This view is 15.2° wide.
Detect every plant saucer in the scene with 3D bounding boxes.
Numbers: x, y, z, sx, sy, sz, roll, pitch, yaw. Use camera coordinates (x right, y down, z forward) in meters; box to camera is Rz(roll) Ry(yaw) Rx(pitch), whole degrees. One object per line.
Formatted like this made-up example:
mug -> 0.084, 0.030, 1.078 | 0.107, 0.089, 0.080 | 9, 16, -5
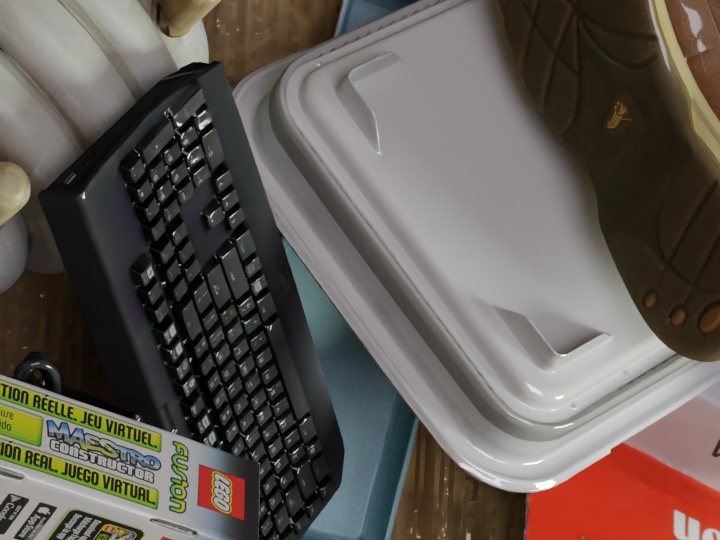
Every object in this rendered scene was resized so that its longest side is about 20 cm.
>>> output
plant saucer -> 0.000, 0.000, 0.955 | 0.070, 0.019, 0.201 | 16, 85, -21

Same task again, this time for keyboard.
keyboard -> -0.059, 0.040, 0.847 | 0.127, 0.021, 0.200 | -46, 140, -27

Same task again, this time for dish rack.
dish rack -> 0.071, -0.034, 0.910 | 0.200, 0.044, 0.172 | -27, 74, -37

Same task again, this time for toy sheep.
toy sheep -> -0.109, -0.065, 0.851 | 0.200, 0.138, 0.138 | -44, 106, -23

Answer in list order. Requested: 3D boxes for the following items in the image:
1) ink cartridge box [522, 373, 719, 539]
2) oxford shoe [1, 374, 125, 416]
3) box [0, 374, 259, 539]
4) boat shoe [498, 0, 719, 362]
ink cartridge box -> 0.148, 0.072, 0.951 | 0.200, 0.044, 0.174 | 27, 41, -20
oxford shoe -> -0.131, 0.062, 0.872 | 0.199, 0.084, 0.073 | 19, 83, -22
box -> -0.124, 0.112, 0.829 | 0.110, 0.200, 0.035 | 21, 42, -21
boat shoe -> 0.102, -0.066, 0.878 | 0.067, 0.072, 0.201 | -8, 69, -38
